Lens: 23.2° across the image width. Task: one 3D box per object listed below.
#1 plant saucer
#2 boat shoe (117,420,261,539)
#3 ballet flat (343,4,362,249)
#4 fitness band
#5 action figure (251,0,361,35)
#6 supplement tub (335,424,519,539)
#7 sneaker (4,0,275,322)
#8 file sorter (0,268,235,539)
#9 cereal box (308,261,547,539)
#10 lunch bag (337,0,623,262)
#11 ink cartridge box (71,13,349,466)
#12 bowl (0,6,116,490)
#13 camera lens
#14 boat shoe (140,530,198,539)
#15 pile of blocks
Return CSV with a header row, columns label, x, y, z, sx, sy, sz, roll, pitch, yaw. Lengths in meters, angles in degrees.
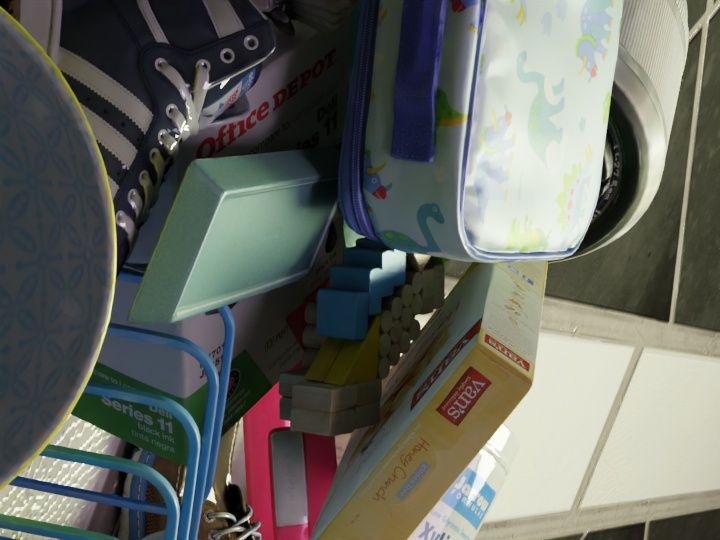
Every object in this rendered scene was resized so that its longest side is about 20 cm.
label,x,y,z,sx,sy,sz,roll,pitch,yaw
plant saucer,-0.045,-0.017,0.767,0.070,0.019,0.200,-67,169,11
boat shoe,-0.094,0.151,1.001,0.072,0.072,0.201,-15,125,-61
ballet flat,-0.025,-0.064,0.962,0.069,0.069,0.201,-29,123,-53
fitness band,-0.041,0.125,1.007,0.144,0.037,0.201,-137,-135,-75
action figure,-0.040,-0.175,0.798,0.200,0.102,0.119,-47,152,-42
supplement tub,0.004,0.170,1.145,0.200,0.132,0.132,-60,154,-12
sneaker,-0.089,-0.045,0.703,0.070,0.108,0.201,126,-36,-64
file sorter,-0.131,0.098,0.732,0.200,0.122,0.139,-80,-179,-61
cereal box,0.037,0.067,0.895,0.144,0.039,0.200,-53,-177,17
lunch bag,0.059,-0.105,0.828,0.161,0.082,0.201,-4,101,-61
ink cartridge box,-0.077,-0.029,0.868,0.147,0.083,0.200,-43,146,-42
bowl,-0.186,-0.010,0.604,0.201,0.200,0.108,-66,-167,-2
camera lens,0.105,-0.113,1.020,0.200,0.159,0.160,-67,164,-51
boat shoe,-0.122,0.231,0.861,0.091,0.071,0.201,-59,170,-77
pile of blocks,0.000,0.000,0.888,0.200,0.062,0.082,-57,138,-38
